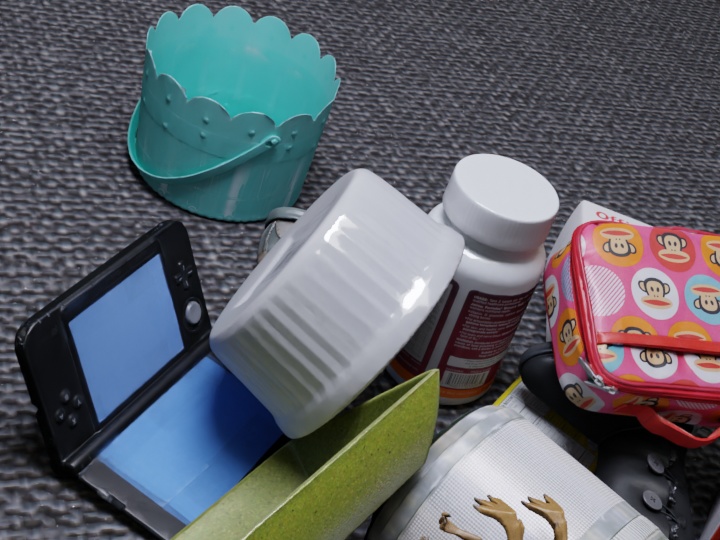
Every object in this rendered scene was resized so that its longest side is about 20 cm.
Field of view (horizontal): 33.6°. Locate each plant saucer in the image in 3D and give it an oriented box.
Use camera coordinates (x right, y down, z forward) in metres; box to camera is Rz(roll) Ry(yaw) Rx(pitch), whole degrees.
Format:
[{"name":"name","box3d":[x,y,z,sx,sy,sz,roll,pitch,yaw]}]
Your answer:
[{"name":"plant saucer","box3d":[-0.049,0.158,0.768,0.199,0.200,0.048,-36,91,-40]}]

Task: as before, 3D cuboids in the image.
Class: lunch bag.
[{"name":"lunch bag","box3d":[0.251,0.055,0.964,0.198,0.082,0.178,6,61,-17]}]

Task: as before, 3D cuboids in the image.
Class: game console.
[{"name":"game console","box3d":[-0.136,0.079,0.900,0.115,0.177,0.200,3,28,28]}]

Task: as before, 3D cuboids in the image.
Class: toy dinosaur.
[{"name":"toy dinosaur","box3d":[0.095,0.192,0.707,0.199,0.107,0.060,18,13,33]}]

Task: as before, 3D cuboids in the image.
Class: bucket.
[{"name":"bucket","box3d":[-0.128,-0.154,1.178,0.205,0.136,0.208,13,36,-9]}]

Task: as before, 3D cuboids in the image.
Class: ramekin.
[{"name":"ramekin","box3d":[-0.024,0.018,0.897,0.098,0.200,0.201,41,36,-9]}]

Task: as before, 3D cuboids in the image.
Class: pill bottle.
[{"name":"pill bottle","box3d":[0.092,0.009,1.013,0.109,0.201,0.110,12,37,-9]}]

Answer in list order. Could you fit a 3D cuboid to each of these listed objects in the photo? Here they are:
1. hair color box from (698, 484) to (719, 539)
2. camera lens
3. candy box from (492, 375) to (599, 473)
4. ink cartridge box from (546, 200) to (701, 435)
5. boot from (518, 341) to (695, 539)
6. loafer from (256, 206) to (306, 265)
[{"name":"hair color box","box3d":[0.341,0.177,0.996,0.061,0.102,0.200,28,38,13]},{"name":"camera lens","box3d":[0.112,0.203,0.807,0.200,0.161,0.159,39,40,25]},{"name":"candy box","box3d":[0.181,0.126,1.050,0.102,0.027,0.200,34,38,17]},{"name":"ink cartridge box","box3d":[0.251,0.040,1.102,0.145,0.083,0.201,20,37,-6]},{"name":"boot","box3d":[0.193,0.166,0.948,0.164,0.066,0.201,22,48,-6]},{"name":"loafer","box3d":[0.000,0.000,1.110,0.198,0.072,0.063,15,56,6]}]
